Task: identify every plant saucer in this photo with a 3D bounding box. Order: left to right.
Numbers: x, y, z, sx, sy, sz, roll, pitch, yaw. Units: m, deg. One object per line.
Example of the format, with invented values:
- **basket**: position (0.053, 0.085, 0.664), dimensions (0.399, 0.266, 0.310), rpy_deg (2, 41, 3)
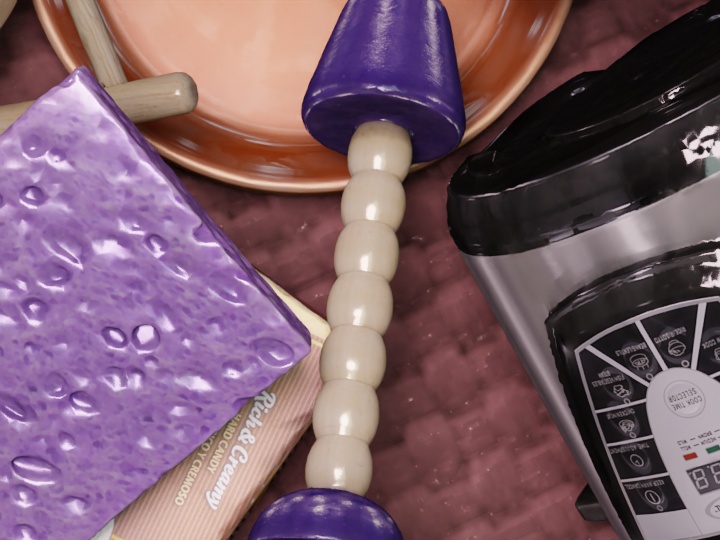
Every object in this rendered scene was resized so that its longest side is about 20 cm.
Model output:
- **plant saucer**: position (-0.020, -0.125, 0.862), dimensions (0.200, 0.032, 0.201), rpy_deg (0, 84, -1)

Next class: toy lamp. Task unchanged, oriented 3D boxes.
- **toy lamp**: position (0.000, 0.000, 0.788), dimensions (0.058, 0.058, 0.200), rpy_deg (10, 66, -1)

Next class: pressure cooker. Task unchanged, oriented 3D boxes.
- **pressure cooker**: position (0.144, 0.018, 0.772), dimensions (0.179, 0.176, 0.200), rpy_deg (-31, 102, -8)

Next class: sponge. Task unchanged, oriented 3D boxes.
- **sponge**: position (-0.123, 0.043, 0.749), dimensions (0.200, 0.030, 0.112), rpy_deg (-41, 98, 9)

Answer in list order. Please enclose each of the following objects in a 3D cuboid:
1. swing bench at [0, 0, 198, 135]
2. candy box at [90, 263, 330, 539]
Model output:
- **swing bench**: position (-0.190, -0.088, 0.749), dimensions (0.200, 0.199, 0.130), rpy_deg (-26, 70, 10)
- **candy box**: position (-0.102, 0.074, 0.824), dimensions (0.117, 0.056, 0.200), rpy_deg (36, 85, 2)
